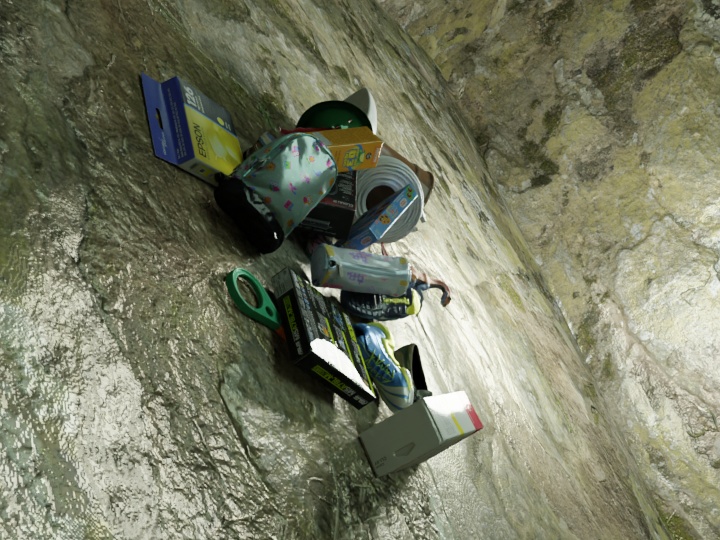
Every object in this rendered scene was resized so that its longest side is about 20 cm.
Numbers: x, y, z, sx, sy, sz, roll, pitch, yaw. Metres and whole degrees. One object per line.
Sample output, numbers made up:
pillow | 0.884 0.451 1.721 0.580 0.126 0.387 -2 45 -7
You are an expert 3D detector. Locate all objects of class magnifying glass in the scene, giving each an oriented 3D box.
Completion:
magnifying glass | -0.147 0.075 1.249 0.200 0.022 0.080 51 22 -22

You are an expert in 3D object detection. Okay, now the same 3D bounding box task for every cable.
cable | 0.045 -0.157 1.733 0.069 0.198 0.202 -111 -174 -72

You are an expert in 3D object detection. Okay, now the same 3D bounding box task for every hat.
hat | -0.064 -0.251 1.583 0.177 0.197 0.168 -100 -174 -63

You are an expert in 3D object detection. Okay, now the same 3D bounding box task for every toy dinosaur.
toy dinosaur | 0.129 0.031 1.718 0.179 0.202 0.105 -9 44 -18

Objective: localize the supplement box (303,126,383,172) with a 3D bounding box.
supplement box | -0.051 -0.241 1.537 0.199 0.067 0.069 -16 45 -39

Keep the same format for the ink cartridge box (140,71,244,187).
ink cartridge box | -0.290 -0.247 1.353 0.200 0.047 0.199 30 35 -53

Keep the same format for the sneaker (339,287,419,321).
sneaker | 0.030 0.071 1.579 0.198 0.082 0.075 11 69 -38

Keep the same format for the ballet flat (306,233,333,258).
ballet flat | -0.071 -0.094 1.573 0.069 0.071 0.201 52 21 -30

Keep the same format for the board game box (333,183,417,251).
board game box | 0.020 -0.093 1.583 0.037 0.151 0.200 52 42 -9

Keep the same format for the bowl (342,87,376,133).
bowl | -0.038 -0.318 1.773 0.075 0.199 0.201 45 24 -28

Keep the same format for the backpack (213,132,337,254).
backpack | -0.135 -0.146 1.323 0.200 0.126 0.168 -48 119 -24

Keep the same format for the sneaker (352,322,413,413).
sneaker | 0.027 0.180 1.431 0.104 0.076 0.201 20 34 -39

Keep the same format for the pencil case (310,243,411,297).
pencil case | 0.000 0.000 1.479 0.198 0.091 0.084 9 68 -28

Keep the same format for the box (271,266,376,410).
box | -0.063 0.115 1.301 0.193 0.047 0.201 45 17 -44

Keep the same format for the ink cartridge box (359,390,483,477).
ink cartridge box | 0.111 0.285 1.347 0.199 0.145 0.084 9 51 -62

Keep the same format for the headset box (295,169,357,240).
headset box | -0.085 -0.146 1.514 0.147 0.078 0.201 11 36 -8

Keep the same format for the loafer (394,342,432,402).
loafer | 0.113 0.239 1.525 0.072 0.063 0.202 26 38 -52

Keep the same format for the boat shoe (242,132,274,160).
boat shoe | -0.193 -0.217 1.468 0.073 0.072 0.200 54 -4 0

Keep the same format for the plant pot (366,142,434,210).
plant pot | 0.041 -0.216 1.842 0.198 0.200 0.201 37 28 -24
